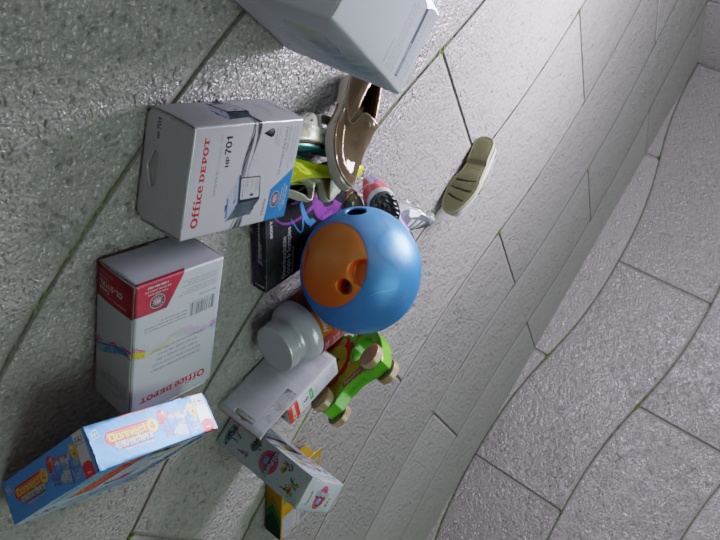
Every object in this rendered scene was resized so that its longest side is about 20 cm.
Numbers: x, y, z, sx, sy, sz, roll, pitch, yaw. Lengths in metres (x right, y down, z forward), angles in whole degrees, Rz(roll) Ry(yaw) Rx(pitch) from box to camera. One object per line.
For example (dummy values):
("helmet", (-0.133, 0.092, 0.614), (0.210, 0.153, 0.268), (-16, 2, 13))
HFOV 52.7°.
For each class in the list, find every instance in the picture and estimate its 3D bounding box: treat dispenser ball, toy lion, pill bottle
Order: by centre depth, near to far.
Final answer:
("treat dispenser ball", (0.000, 0.000, 1.170), (0.200, 0.199, 0.204), (-41, 146, -35))
("pill bottle", (-0.083, 0.086, 1.274), (0.199, 0.111, 0.114), (-37, 144, -41))
("toy lion", (-0.029, 0.185, 1.383), (0.200, 0.193, 0.069), (-42, 115, 13))

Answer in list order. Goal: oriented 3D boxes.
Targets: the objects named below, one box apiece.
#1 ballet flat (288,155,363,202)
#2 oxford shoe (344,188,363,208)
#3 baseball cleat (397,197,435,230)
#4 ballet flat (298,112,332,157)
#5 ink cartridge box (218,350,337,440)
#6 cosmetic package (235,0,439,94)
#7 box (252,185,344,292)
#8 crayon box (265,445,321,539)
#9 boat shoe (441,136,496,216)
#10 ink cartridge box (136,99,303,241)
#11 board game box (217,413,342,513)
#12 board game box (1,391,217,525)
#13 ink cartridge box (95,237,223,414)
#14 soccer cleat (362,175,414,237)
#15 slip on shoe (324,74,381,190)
("ballet flat", (-0.070, -0.138, 1.114), (0.198, 0.066, 0.069), (-1, 81, -47))
("oxford shoe", (0.004, -0.064, 1.330), (0.070, 0.074, 0.202), (-45, 148, -24))
("baseball cleat", (0.072, -0.094, 1.449), (0.198, 0.069, 0.108), (10, 113, -52))
("ballet flat", (-0.073, -0.207, 1.100), (0.199, 0.066, 0.064), (-5, 92, -63))
("ink cartridge box", (-0.142, 0.209, 1.285), (0.200, 0.108, 0.051), (-46, 149, -28))
("cosmetic package", (-0.041, -0.332, 0.871), (0.125, 0.197, 0.199), (-62, 153, 1))
("box", (-0.098, -0.071, 1.189), (0.199, 0.036, 0.145), (-36, 143, -40))
("crayon box", (-0.147, 0.474, 1.584), (0.125, 0.051, 0.203), (-34, 143, -43))
("boat shoe", (0.254, -0.201, 1.647), (0.202, 0.074, 0.068), (-58, 147, -11))
("ink cartridge box", (-0.177, -0.135, 0.939), (0.199, 0.085, 0.149), (-23, 134, -53))
("board game box", (-0.144, 0.348, 1.310), (0.065, 0.198, 0.148), (-57, 152, -7))
("board game box", (-0.322, 0.240, 0.944), (0.198, 0.057, 0.195), (-33, 166, 29))
("ink cartridge box", (-0.269, 0.072, 0.965), (0.145, 0.082, 0.204), (-25, 135, -50))
("soccer cleat", (0.050, -0.087, 1.337), (0.067, 0.074, 0.202), (-26, 135, -2))
("slip on shoe", (-0.005, -0.216, 1.099), (0.076, 0.059, 0.204), (48, 44, -47))
